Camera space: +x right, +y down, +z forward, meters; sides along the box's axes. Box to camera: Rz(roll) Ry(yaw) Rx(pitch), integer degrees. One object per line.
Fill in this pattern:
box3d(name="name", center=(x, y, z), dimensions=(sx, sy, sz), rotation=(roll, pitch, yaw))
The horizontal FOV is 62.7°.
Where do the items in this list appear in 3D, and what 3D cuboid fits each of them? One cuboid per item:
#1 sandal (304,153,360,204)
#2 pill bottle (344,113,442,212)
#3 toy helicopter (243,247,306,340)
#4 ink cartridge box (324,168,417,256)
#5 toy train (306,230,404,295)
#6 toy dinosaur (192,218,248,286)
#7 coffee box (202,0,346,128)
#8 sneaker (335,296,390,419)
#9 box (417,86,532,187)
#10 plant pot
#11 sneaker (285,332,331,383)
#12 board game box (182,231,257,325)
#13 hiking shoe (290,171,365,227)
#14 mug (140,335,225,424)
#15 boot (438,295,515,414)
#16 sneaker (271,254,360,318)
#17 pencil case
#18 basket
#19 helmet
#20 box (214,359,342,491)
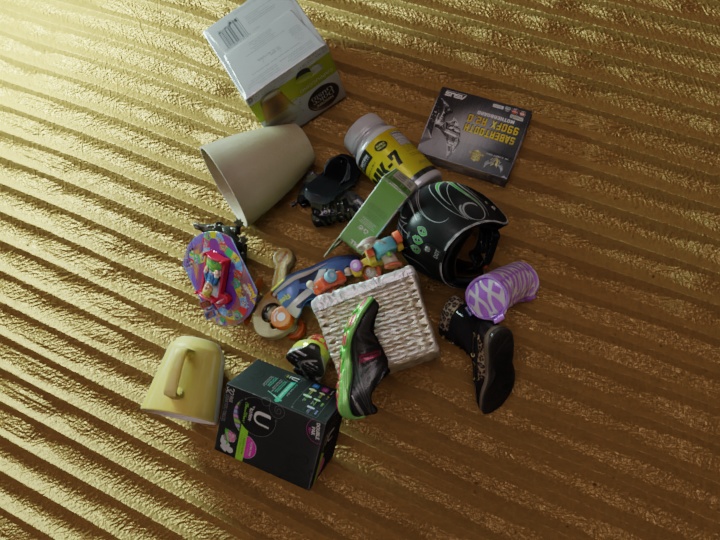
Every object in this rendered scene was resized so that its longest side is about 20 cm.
box3d(name="sandal", center=(-0.049, -0.195, 1.202), dimensions=(0.076, 0.043, 0.200), rotation=(18, 36, 8))
box3d(name="pill bottle", center=(0.063, -0.223, 1.218), dimensions=(0.114, 0.114, 0.200), rotation=(-41, 73, -2))
box3d(name="toy helicopter", center=(-0.178, 0.047, 1.229), dimensions=(0.131, 0.079, 0.201), rotation=(-2, 65, 18))
box3d(name="ink cartridge box", center=(0.021, -0.094, 1.129), dimensions=(0.059, 0.104, 0.200), rotation=(39, 115, 1))
box3d(name="toy train", center=(0.000, 0.000, 1.077), dimensions=(0.200, 0.150, 0.056), rotation=(-37, 77, 46))
box3d(name="toy dinosaur", center=(-0.270, -0.046, 1.253), dimensions=(0.077, 0.102, 0.200), rotation=(-36, 82, -25))
box3d(name="coffee box", center=(-0.177, -0.439, 1.268), dimensions=(0.199, 0.198, 0.200), rotation=(-33, 72, 0))
box3d(name="sneaker", center=(0.009, 0.143, 0.975), dimensions=(0.083, 0.077, 0.201), rotation=(8, 87, -8))
box3d(name="box", center=(0.236, -0.281, 1.236), dimensions=(0.199, 0.048, 0.159), rotation=(21, 80, 14))
box3d(name="plant pot", center=(-0.203, -0.223, 1.246), dimensions=(0.199, 0.187, 0.188), rotation=(-33, 73, -14))
box3d(name="sneaker", center=(-0.086, 0.151, 1.117), dimensions=(0.078, 0.200, 0.091), rotation=(30, 71, 3))
box3d(name="board game box", center=(-0.300, 0.021, 1.208), dimensions=(0.158, 0.039, 0.201), rotation=(-26, 91, 32))
box3d(name="hiking shoe", center=(-0.052, -0.125, 1.244), dimensions=(0.200, 0.076, 0.101), rotation=(32, 92, 25))
box3d(name="mug", center=(-0.329, 0.212, 1.160), dimensions=(0.149, 0.186, 0.154), rotation=(23, 66, -29))
box3d(name="boot", center=(0.214, 0.155, 1.108), dimensions=(0.073, 0.201, 0.151), rotation=(-22, 36, -20))
box3d(name="sneaker", center=(-0.077, 0.029, 1.178), dimensions=(0.199, 0.074, 0.083), rotation=(-25, 80, -29))
box3d(name="pencil case", center=(0.265, 0.036, 1.079), dimensions=(0.086, 0.200, 0.084), rotation=(52, 123, 13))
box3d(name="basket", center=(0.036, 0.109, 1.100), dimensions=(0.199, 0.198, 0.162), rotation=(-18, 76, 5))
box3d(name="helmet", center=(0.164, -0.075, 1.118), dimensions=(0.200, 0.200, 0.191), rotation=(-39, 44, -1))
box3d(name="box", center=(-0.146, 0.282, 1.101), dimensions=(0.199, 0.124, 0.149), rotation=(19, 109, 13))
